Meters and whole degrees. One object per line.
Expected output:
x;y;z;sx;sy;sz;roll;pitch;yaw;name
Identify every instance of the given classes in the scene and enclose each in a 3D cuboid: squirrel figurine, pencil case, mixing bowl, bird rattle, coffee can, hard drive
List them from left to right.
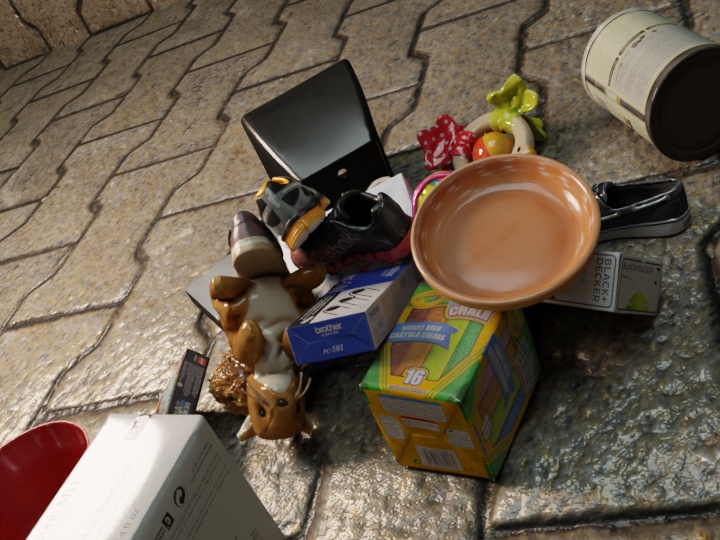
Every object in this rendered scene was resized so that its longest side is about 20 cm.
-0.379;0.292;0.993;0.196;0.110;0.202;-20;34;14;mixing bowl
-0.165;0.001;1.301;0.199;0.033;0.139;-39;34;-17;hard drive
-0.112;0.115;1.017;0.138;0.191;0.200;-5;-19;-22;squirrel figurine
0.122;-0.083;1.039;0.086;0.091;0.200;-14;3;19;pencil case
0.186;-0.193;1.254;0.196;0.113;0.166;-24;49;12;bird rattle
0.405;-0.256;1.127;0.144;0.148;0.201;-26;33;2;coffee can

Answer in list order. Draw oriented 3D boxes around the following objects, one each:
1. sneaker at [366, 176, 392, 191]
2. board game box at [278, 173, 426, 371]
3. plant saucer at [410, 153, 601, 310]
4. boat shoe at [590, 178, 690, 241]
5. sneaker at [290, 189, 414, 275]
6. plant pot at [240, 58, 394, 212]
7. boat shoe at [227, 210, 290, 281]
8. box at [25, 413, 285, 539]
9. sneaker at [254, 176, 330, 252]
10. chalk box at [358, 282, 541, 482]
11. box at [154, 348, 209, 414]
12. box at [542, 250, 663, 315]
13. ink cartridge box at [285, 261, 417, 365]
0.025;-0.025;1.175;0.070;0.080;0.204;9;67;28;sneaker
0.000;0.000;1.095;0.196;0.043;0.203;-25;56;13;board game box
0.150;-0.037;0.872;0.195;0.038;0.204;-10;50;12;plant saucer
0.301;-0.077;1.034;0.196;0.069;0.072;-3;40;33;boat shoe
-0.020;-0.050;1.030;0.197;0.098;0.072;-9;45;38;sneaker
-0.045;-0.166;1.311;0.196;0.202;0.179;-28;46;-3;plant pot
-0.125;-0.015;1.038;0.070;0.201;0.066;-12;72;-1;boat shoe
-0.195;0.278;0.794;0.128;0.203;0.201;-5;39;29;box
-0.086;-0.079;1.010;0.079;0.077;0.200;-49;8;0;sneaker
0.109;0.096;0.888;0.122;0.125;0.202;1;42;35;chalk box
-0.236;0.204;1.022;0.111;0.034;0.202;-57;17;33;box
0.220;0.006;0.933;0.197;0.115;0.062;8;91;41;box
-0.002;0.043;0.937;0.092;0.045;0.200;-13;11;20;ink cartridge box
